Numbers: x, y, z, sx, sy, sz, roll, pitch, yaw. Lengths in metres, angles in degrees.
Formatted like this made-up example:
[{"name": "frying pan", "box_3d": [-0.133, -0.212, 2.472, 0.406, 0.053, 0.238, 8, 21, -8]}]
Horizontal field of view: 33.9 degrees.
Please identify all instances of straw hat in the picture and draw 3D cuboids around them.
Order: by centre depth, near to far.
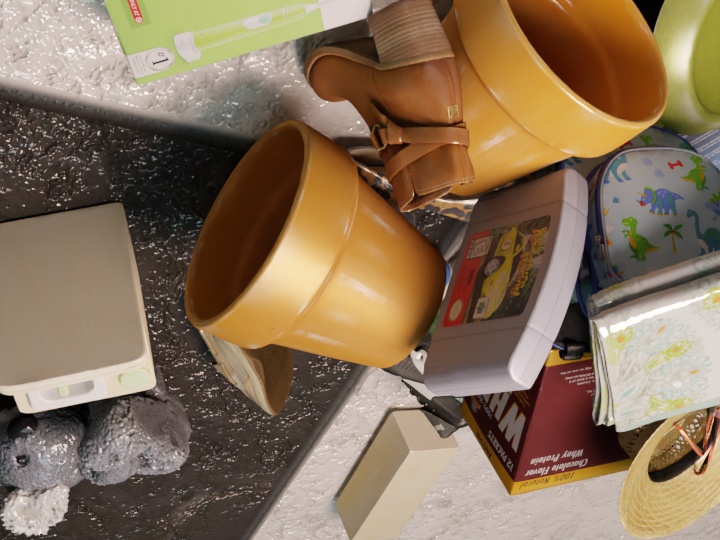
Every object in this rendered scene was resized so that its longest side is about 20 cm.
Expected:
[{"name": "straw hat", "box_3d": [0.305, 0.158, 1.158, 0.200, 0.085, 0.202, -19, 130, -24]}]

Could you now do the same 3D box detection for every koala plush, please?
[{"name": "koala plush", "box_3d": [-0.297, 0.174, 1.230, 0.200, 0.178, 0.184, -30, 148, 6]}]

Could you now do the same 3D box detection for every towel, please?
[{"name": "towel", "box_3d": [0.289, 0.057, 1.004, 0.199, 0.048, 0.171, -18, 139, -1]}]

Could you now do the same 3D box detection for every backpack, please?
[{"name": "backpack", "box_3d": [0.252, -0.036, 1.077, 0.182, 0.201, 0.147, 0, 155, -18]}]

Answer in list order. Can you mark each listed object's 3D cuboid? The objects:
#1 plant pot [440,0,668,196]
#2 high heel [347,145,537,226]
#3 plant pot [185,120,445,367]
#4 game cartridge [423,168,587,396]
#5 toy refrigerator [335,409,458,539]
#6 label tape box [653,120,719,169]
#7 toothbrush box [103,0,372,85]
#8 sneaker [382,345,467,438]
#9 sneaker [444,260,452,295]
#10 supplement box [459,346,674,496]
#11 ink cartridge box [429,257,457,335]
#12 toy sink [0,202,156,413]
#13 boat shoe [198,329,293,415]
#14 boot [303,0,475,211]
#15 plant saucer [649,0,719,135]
[{"name": "plant pot", "box_3d": [0.129, -0.162, 1.025, 0.200, 0.201, 0.183, 17, 143, -34]}, {"name": "high heel", "box_3d": [0.085, -0.103, 1.141, 0.199, 0.072, 0.143, -23, 146, 18]}, {"name": "plant pot", "box_3d": [-0.030, -0.005, 1.073, 0.183, 0.201, 0.200, 27, 122, -25]}, {"name": "game cartridge", "box_3d": [0.128, 0.009, 1.010, 0.041, 0.201, 0.133, 33, 153, -31]}, {"name": "toy refrigerator", "box_3d": [0.043, 0.264, 1.527, 0.076, 0.070, 0.200, 0, 136, -30]}, {"name": "label tape box", "box_3d": [0.293, -0.132, 1.199, 0.143, 0.066, 0.200, -29, 133, 11]}, {"name": "toothbrush box", "box_3d": [-0.103, -0.247, 0.908, 0.199, 0.086, 0.146, -16, 139, -2]}, {"name": "sneaker", "box_3d": [0.090, 0.141, 1.346, 0.199, 0.091, 0.066, 21, 176, 1]}, {"name": "sneaker", "box_3d": [0.000, 0.001, 1.219, 0.199, 0.077, 0.111, -7, 147, -4]}, {"name": "supplement box", "box_3d": [0.230, 0.101, 1.225, 0.196, 0.133, 0.201, -8, 130, -20]}, {"name": "ink cartridge box", "box_3d": [0.184, 0.015, 1.298, 0.146, 0.084, 0.200, 22, 123, -38]}, {"name": "toy sink", "box_3d": [-0.262, 0.053, 1.085, 0.130, 0.200, 0.112, -12, 138, -10]}, {"name": "boat shoe", "box_3d": [-0.126, 0.090, 1.285, 0.065, 0.072, 0.200, 10, 150, 22]}, {"name": "boot", "box_3d": [0.021, -0.124, 0.989, 0.073, 0.155, 0.200, -16, 179, -23]}, {"name": "plant saucer", "box_3d": [0.341, -0.215, 1.085, 0.200, 0.031, 0.201, -22, 127, -33]}]
